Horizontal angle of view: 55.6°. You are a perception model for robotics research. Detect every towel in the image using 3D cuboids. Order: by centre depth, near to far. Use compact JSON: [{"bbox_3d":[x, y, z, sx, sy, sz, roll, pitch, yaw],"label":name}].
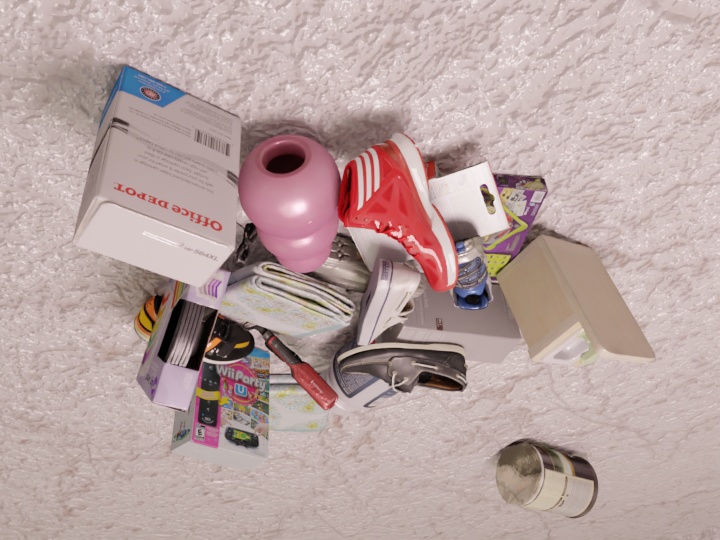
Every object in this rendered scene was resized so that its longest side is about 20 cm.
[{"bbox_3d":[-0.122,0.046,1.011,0.170,0.049,0.199,25,156,-28],"label":"towel"},{"bbox_3d":[-0.159,0.264,1.343,0.198,0.048,0.172,0,143,-6],"label":"towel"}]

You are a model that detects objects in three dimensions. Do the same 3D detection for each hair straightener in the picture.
[{"bbox_3d":[-0.121,0.155,1.145,0.200,0.041,0.077,42,169,-9],"label":"hair straightener"}]

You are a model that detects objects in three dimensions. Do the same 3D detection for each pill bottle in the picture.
[{"bbox_3d":[0.016,0.169,1.177,0.119,0.120,0.200,23,135,-31],"label":"pill bottle"}]

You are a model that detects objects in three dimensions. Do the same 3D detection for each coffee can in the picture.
[{"bbox_3d":[0.444,0.500,1.627,0.199,0.147,0.146,21,136,-29],"label":"coffee can"}]

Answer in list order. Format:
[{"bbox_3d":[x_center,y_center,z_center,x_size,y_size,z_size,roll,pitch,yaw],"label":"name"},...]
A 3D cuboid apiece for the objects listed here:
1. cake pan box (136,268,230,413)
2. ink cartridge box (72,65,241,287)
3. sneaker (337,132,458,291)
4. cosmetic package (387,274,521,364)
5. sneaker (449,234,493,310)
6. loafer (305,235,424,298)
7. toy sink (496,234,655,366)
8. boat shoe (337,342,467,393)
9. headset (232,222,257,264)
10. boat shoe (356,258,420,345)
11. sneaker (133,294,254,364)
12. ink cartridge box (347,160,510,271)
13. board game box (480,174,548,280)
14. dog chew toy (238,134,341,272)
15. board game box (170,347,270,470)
[{"bbox_3d":[-0.242,0.081,0.921,0.052,0.186,0.200,18,175,-23],"label":"cake pan box"},{"bbox_3d":[-0.212,-0.101,0.735,0.145,0.201,0.084,22,136,-30],"label":"ink cartridge box"},{"bbox_3d":[0.036,-0.050,0.814,0.115,0.078,0.201,-26,103,-16],"label":"sneaker"},{"bbox_3d":[0.144,0.077,1.081,0.198,0.108,0.090,4,143,-14],"label":"cosmetic package"},{"bbox_3d":[0.143,0.017,0.934,0.076,0.086,0.200,-16,168,11],"label":"sneaker"},{"bbox_3d":[0.000,0.000,1.003,0.198,0.070,0.070,20,142,-17],"label":"loafer"},{"bbox_3d":[0.303,0.068,0.985,0.129,0.201,0.112,9,137,-36],"label":"toy sink"},{"bbox_3d":[0.064,0.149,1.031,0.198,0.068,0.072,3,151,-4],"label":"boat shoe"},{"bbox_3d":[-0.232,-0.058,0.878,0.198,0.095,0.124,9,143,2],"label":"headset"},{"bbox_3d":[0.039,0.051,0.951,0.069,0.071,0.201,9,146,-6],"label":"boat shoe"},{"bbox_3d":[-0.253,0.092,1.089,0.199,0.070,0.090,18,141,-24],"label":"sneaker"},{"bbox_3d":[0.083,-0.079,0.896,0.198,0.051,0.109,-17,124,15],"label":"ink cartridge box"},{"bbox_3d":[0.176,-0.056,0.975,0.119,0.033,0.201,0,142,-10],"label":"board game box"},{"bbox_3d":[-0.080,-0.071,0.853,0.123,0.125,0.201,-5,145,1],"label":"dog chew toy"},{"bbox_3d":[-0.229,0.216,1.146,0.147,0.201,0.064,27,133,-35],"label":"board game box"}]
